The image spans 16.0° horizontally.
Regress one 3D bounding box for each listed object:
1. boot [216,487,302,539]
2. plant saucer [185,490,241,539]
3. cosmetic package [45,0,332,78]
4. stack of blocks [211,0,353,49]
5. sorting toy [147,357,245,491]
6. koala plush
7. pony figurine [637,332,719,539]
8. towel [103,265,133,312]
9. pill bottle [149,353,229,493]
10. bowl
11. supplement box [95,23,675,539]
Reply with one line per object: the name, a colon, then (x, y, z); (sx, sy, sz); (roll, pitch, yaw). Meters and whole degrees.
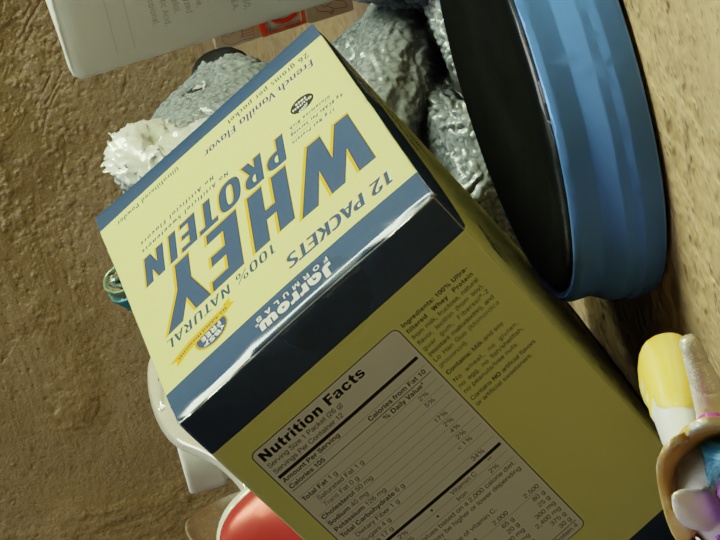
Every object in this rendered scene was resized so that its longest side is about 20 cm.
boot: (0.014, 0.118, 1.256); (0.144, 0.199, 0.073); (-50, -61, -79)
plant saucer: (-0.007, 0.175, 1.544); (0.200, 0.200, 0.037); (-131, 63, -76)
cosmetic package: (-0.094, -0.238, 1.377); (0.165, 0.199, 0.165); (81, 170, -51)
stack of blocks: (-0.064, -0.234, 1.530); (0.059, 0.115, 0.201); (80, 170, -53)
sorting toy: (-0.003, 0.125, 1.427); (0.200, 0.107, 0.181); (28, -145, -36)
koala plush: (-0.028, -0.058, 1.281); (0.177, 0.199, 0.185); (93, 159, -72)
pony figurine: (0.118, 0.108, 0.767); (0.200, 0.166, 0.194); (-19, -80, -81)
towel: (-0.011, 0.026, 1.280); (0.200, 0.146, 0.022); (31, -128, -40)
pill bottle: (-0.023, 0.064, 1.583); (0.116, 0.199, 0.116); (163, 90, -84)
bowl: (0.073, -0.081, 1.057); (0.201, 0.039, 0.202); (163, 90, -84)
supplement box: (0.014, 0.036, 1.096); (0.200, 0.134, 0.200); (46, -174, -29)
